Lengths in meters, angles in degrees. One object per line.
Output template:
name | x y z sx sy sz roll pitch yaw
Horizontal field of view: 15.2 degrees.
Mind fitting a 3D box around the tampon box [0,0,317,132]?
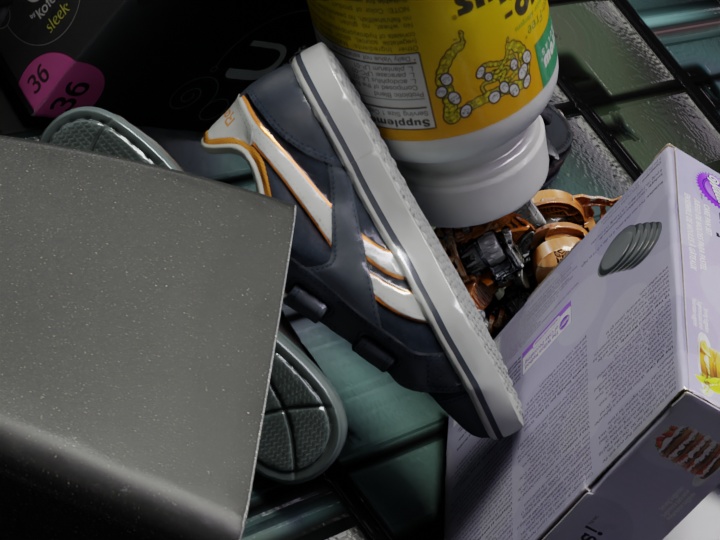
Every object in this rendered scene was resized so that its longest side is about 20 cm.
tampon box | -0.084 -0.164 1.354 0.200 0.150 0.126 0 49 -52

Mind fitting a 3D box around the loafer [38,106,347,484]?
loafer | -0.077 0.011 1.242 0.200 0.072 0.063 53 11 0

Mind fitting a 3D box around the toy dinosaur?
toy dinosaur | 0.093 0.008 1.373 0.199 0.136 0.102 5 47 12

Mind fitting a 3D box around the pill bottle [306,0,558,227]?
pill bottle | 0.033 -0.123 1.277 0.113 0.112 0.201 -90 169 -52

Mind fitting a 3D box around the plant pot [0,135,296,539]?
plant pot | -0.150 0.062 0.953 0.177 0.200 0.200 26 33 -12

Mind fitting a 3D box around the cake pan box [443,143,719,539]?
cake pan box | 0.106 0.068 1.255 0.052 0.200 0.185 30 32 -16

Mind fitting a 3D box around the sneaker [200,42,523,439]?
sneaker | 0.000 0.000 1.245 0.201 0.079 0.078 60 6 -4

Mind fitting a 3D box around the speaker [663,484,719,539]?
speaker | 0.168 0.124 1.388 0.081 0.081 0.200 39 30 -12

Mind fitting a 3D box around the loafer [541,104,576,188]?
loafer | 0.071 -0.086 1.547 0.200 0.063 0.072 0 52 -52

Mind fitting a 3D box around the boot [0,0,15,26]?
boot | -0.217 -0.198 1.223 0.200 0.151 0.073 41 29 -9
